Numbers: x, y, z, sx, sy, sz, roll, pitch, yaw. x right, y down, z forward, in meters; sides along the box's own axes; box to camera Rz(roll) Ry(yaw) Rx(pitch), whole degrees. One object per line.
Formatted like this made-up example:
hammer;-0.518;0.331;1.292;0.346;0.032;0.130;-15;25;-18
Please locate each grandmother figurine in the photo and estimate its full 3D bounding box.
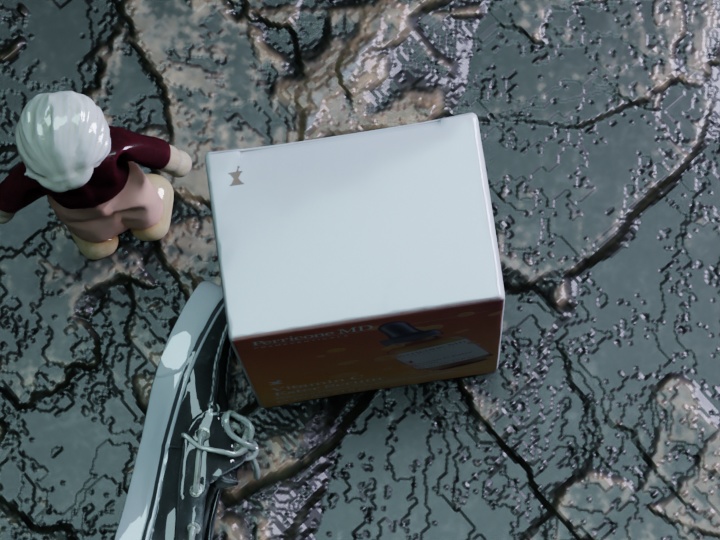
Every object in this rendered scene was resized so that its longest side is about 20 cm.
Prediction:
grandmother figurine;-0.161;-0.056;1.219;0.121;0.200;0.061;-27;77;-5

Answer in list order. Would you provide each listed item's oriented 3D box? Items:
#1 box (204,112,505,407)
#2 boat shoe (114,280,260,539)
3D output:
box;0.000;0.000;1.199;0.151;0.200;0.107;-8;76;1
boat shoe;-0.094;0.108;1.240;0.068;0.074;0.200;13;77;10
